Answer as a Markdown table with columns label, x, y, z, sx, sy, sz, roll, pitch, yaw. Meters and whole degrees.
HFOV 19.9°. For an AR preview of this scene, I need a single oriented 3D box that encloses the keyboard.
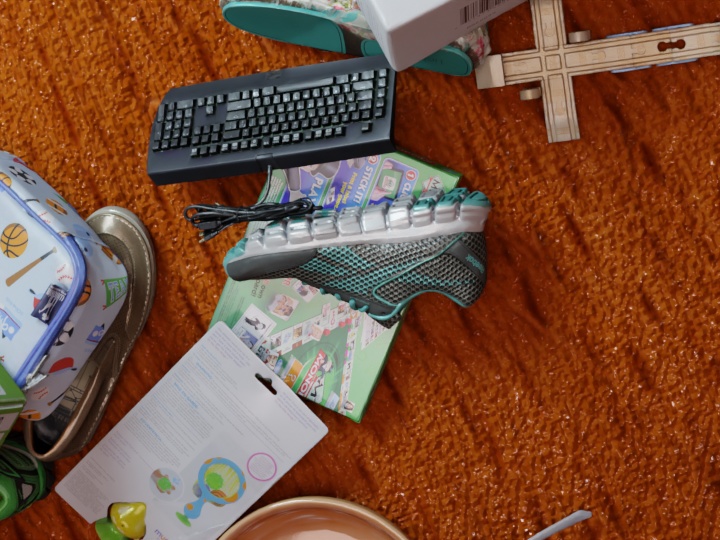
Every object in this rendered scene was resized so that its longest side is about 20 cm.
| label | x | y | z | sx | sy | sz | roll | pitch | yaw |
| --- | --- | --- | --- | --- | --- | --- | --- | --- | --- |
| keyboard | -0.067 | -0.088 | 1.484 | 0.199 | 0.021 | 0.128 | -7 | 69 | 25 |

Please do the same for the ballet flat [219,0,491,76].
| label | x | y | z | sx | sy | sz | roll | pitch | yaw |
| --- | --- | --- | --- | --- | --- | --- | --- | --- | --- |
| ballet flat | 0.000 | -0.189 | 1.488 | 0.199 | 0.076 | 0.064 | 13 | 69 | 5 |

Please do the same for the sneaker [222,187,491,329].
| label | x | y | z | sx | sy | sz | roll | pitch | yaw |
| --- | --- | --- | --- | --- | --- | --- | --- | --- | --- |
| sneaker | 0.000 | 0.000 | 1.477 | 0.199 | 0.078 | 0.092 | -7 | 101 | 13 |

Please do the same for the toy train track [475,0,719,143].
| label | x | y | z | sx | sy | sz | roll | pitch | yaw |
| --- | --- | --- | --- | --- | --- | --- | --- | --- | --- |
| toy train track | 0.179 | -0.154 | 1.469 | 0.199 | 0.033 | 0.115 | -7 | 97 | 10 |

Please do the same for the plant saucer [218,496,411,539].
| label | x | y | z | sx | sy | sz | roll | pitch | yaw |
| --- | --- | --- | --- | --- | --- | --- | --- | --- | --- |
| plant saucer | -0.030 | 0.267 | 1.567 | 0.199 | 0.037 | 0.201 | 2 | 99 | 11 |

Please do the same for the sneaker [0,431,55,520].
| label | x | y | z | sx | sy | sz | roll | pitch | yaw |
| --- | --- | --- | --- | --- | --- | --- | --- | --- | --- |
| sneaker | -0.342 | 0.156 | 1.583 | 0.199 | 0.085 | 0.078 | -2 | 98 | 11 |

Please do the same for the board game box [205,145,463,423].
| label | x | y | z | sx | sy | sz | roll | pitch | yaw |
| --- | --- | --- | --- | --- | --- | --- | --- | --- | --- |
| board game box | -0.023 | -0.005 | 1.530 | 0.134 | 0.029 | 0.201 | 24 | 101 | 5 |

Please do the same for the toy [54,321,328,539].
| label | x | y | z | sx | sy | sz | roll | pitch | yaw |
| --- | --- | --- | --- | --- | --- | --- | --- | --- | --- |
| toy | -0.126 | 0.138 | 1.561 | 0.115 | 0.047 | 0.200 | 45 | 108 | -2 |

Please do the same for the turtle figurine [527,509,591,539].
| label | x | y | z | sx | sy | sz | roll | pitch | yaw |
| --- | --- | --- | --- | --- | --- | --- | --- | --- | --- |
| turtle figurine | 0.099 | 0.258 | 1.472 | 0.200 | 0.193 | 0.144 | -41 | 57 | 41 |

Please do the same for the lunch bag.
| label | x | y | z | sx | sy | sz | roll | pitch | yaw |
| --- | --- | --- | --- | --- | --- | --- | --- | --- | --- |
| lunch bag | -0.271 | 0.012 | 1.520 | 0.200 | 0.075 | 0.161 | 43 | 104 | 30 |

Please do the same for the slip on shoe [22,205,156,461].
| label | x | y | z | sx | sy | sz | roll | pitch | yaw |
| --- | --- | --- | --- | --- | --- | --- | --- | --- | --- |
| slip on shoe | -0.211 | 0.050 | 1.556 | 0.076 | 0.061 | 0.201 | 24 | 102 | 6 |

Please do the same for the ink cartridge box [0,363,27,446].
| label | x | y | z | sx | sy | sz | roll | pitch | yaw |
| --- | --- | --- | --- | --- | --- | --- | --- | --- | --- |
| ink cartridge box | -0.345 | 0.119 | 1.483 | 0.148 | 0.076 | 0.200 | 48 | 118 | 28 |

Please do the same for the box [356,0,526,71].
| label | x | y | z | sx | sy | sz | roll | pitch | yaw |
| --- | --- | --- | --- | --- | --- | --- | --- | --- | --- |
| box | 0.041 | -0.267 | 1.405 | 0.152 | 0.106 | 0.201 | -27 | 80 | -1 |
